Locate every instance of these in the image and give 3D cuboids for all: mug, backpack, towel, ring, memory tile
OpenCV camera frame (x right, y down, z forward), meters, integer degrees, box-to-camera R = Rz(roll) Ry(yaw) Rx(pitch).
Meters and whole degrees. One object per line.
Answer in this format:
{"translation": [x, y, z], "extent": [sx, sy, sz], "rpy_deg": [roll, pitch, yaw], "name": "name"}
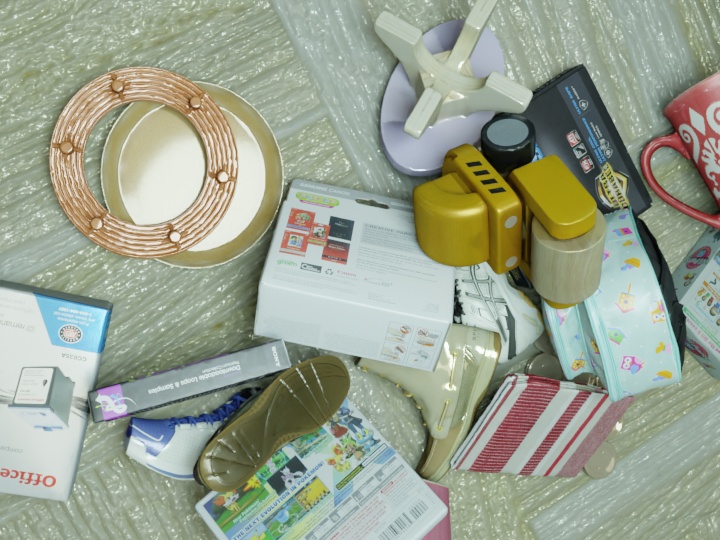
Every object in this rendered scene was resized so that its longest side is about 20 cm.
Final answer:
{"translation": [0.463, -0.128, 1.042], "extent": [0.132, 0.177, 0.202], "rpy_deg": [-16, 77, -36], "name": "mug"}
{"translation": [0.280, 0.043, 0.943], "extent": [0.151, 0.201, 0.178], "rpy_deg": [-17, 113, 7], "name": "backpack"}
{"translation": [0.213, 0.186, 0.993], "extent": [0.198, 0.023, 0.145], "rpy_deg": [11, 121, -31], "name": "towel"}
{"translation": [-0.227, -0.114, 0.898], "extent": [0.197, 0.019, 0.204], "rpy_deg": [-1, 93, -15], "name": "ring"}
{"translation": [0.273, 0.161, 1.082], "extent": [0.151, 0.017, 0.203], "rpy_deg": [8, 91, -16], "name": "memory tile"}

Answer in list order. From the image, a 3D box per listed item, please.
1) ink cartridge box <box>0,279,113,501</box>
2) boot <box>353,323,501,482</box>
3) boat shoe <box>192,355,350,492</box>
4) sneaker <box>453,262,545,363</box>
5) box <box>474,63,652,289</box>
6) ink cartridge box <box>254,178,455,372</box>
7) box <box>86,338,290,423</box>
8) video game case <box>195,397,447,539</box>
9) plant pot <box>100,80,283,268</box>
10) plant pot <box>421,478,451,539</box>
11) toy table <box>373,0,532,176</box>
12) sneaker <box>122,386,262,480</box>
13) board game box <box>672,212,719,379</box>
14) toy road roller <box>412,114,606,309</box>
{"translation": [-0.349, 0.120, 0.873], "extent": [0.144, 0.086, 0.203], "rpy_deg": [12, 89, -16], "name": "ink cartridge box"}
{"translation": [0.062, 0.141, 0.994], "extent": [0.153, 0.073, 0.202], "rpy_deg": [19, 110, -2], "name": "boot"}
{"translation": [-0.096, 0.154, 0.886], "extent": [0.199, 0.065, 0.074], "rpy_deg": [-32, 99, -34], "name": "boat shoe"}
{"translation": [0.133, 0.027, 1.005], "extent": [0.088, 0.076, 0.200], "rpy_deg": [-43, 101, -4], "name": "sneaker"}
{"translation": [0.232, -0.114, 1.037], "extent": [0.197, 0.050, 0.202], "rpy_deg": [-32, 100, -12], "name": "box"}
{"translation": [0.000, 0.000, 0.922], "extent": [0.197, 0.177, 0.085], "rpy_deg": [12, 134, -1], "name": "ink cartridge box"}
{"translation": [-0.178, 0.117, 0.889], "extent": [0.197, 0.143, 0.037], "rpy_deg": [-13, 83, -15], "name": "box"}
{"translation": [-0.041, 0.248, 0.878], "extent": [0.199, 0.022, 0.182], "rpy_deg": [-37, 64, -19], "name": "video game case"}
{"translation": [-0.183, -0.104, 0.934], "extent": [0.197, 0.027, 0.204], "rpy_deg": [-1, 93, -15], "name": "plant pot"}
{"translation": [0.023, 0.320, 0.944], "extent": [0.197, 0.200, 0.182], "rpy_deg": [17, 73, -16], "name": "plant pot"}
{"translation": [0.095, -0.212, 0.936], "extent": [0.181, 0.117, 0.203], "rpy_deg": [18, 78, 1], "name": "toy table"}
{"translation": [-0.156, 0.177, 0.939], "extent": [0.197, 0.080, 0.117], "rpy_deg": [23, 84, -22], "name": "sneaker"}
{"translation": [0.494, 0.022, 1.109], "extent": [0.147, 0.064, 0.201], "rpy_deg": [42, 81, -13], "name": "board game box"}
{"translation": [0.140, -0.046, 0.855], "extent": [0.144, 0.201, 0.124], "rpy_deg": [-24, 139, -10], "name": "toy road roller"}
